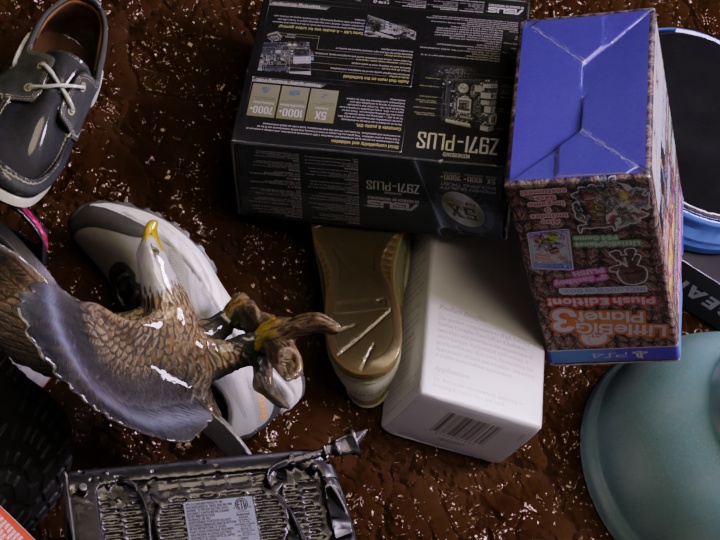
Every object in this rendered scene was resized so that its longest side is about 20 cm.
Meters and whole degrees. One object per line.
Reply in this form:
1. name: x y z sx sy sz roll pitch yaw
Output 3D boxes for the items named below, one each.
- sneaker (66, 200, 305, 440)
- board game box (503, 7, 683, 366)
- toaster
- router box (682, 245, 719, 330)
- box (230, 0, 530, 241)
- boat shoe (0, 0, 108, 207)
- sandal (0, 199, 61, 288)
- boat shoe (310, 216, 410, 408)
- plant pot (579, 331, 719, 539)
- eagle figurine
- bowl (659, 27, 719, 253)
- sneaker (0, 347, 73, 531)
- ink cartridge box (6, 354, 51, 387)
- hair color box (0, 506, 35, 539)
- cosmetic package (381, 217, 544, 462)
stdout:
1. sneaker: -0.127 0.033 1.179 0.200 0.074 0.079 46 59 0
2. board game box: 0.171 -0.056 1.234 0.096 0.200 0.160 -3 49 15
3. toaster: -0.084 0.209 1.058 0.199 0.119 0.182 -4 61 -17
4. router box: 0.319 -0.027 1.453 0.199 0.052 0.158 31 55 -10
5. box: 0.018 -0.119 1.269 0.199 0.086 0.164 5 54 5
6. boat shoe: -0.216 -0.119 1.177 0.072 0.068 0.200 31 36 -15
7. sandal: -0.248 -0.036 1.150 0.200 0.075 0.045 48 54 5
8. boat shoe: 0.003 0.001 1.277 0.073 0.063 0.202 -4 58 -1
9. plant pot: 0.284 0.128 1.305 0.199 0.134 0.201 12 60 -22
10. eagle figurine: -0.140 0.043 1.072 0.199 0.152 0.151 -7 60 -31
11. bowl: 0.271 -0.110 1.415 0.200 0.039 0.202 11 59 -19
12. sneaker: -0.243 0.079 1.053 0.087 0.200 0.076 19 57 30
13. ink cartridge box: -0.290 0.027 1.097 0.200 0.050 0.109 54 50 -25
14. hair color box: -0.271 0.146 1.021 0.200 0.111 0.064 46 54 0
15. cosmetic package: 0.079 0.029 1.288 0.101 0.074 0.201 18 56 -18
